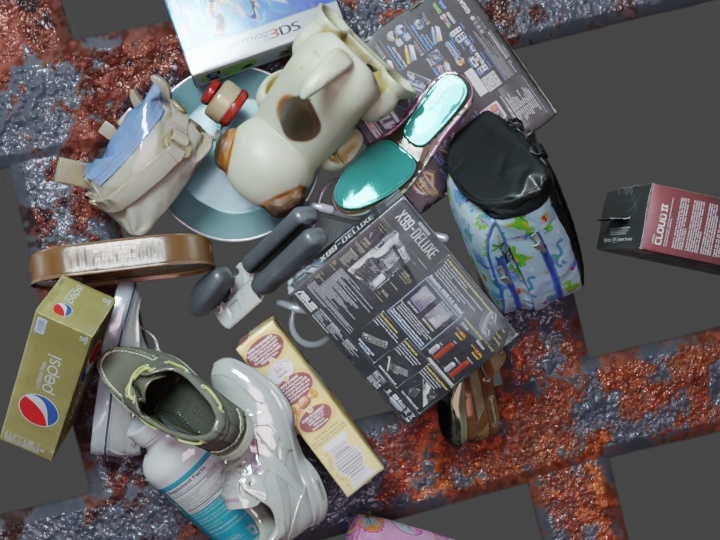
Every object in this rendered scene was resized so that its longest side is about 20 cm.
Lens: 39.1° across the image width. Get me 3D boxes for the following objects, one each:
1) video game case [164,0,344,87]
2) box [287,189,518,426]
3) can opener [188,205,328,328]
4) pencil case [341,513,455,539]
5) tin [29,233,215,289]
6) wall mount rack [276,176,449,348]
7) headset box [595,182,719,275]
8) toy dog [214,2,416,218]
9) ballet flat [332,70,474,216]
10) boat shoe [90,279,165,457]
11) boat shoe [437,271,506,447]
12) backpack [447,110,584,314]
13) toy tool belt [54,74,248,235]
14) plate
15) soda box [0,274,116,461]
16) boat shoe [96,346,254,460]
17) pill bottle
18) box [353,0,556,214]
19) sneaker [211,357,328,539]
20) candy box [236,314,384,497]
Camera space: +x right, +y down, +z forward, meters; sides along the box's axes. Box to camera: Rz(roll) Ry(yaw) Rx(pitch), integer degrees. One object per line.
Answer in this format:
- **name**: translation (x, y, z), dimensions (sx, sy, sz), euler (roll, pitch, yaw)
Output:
- **video game case**: translation (-0.134, -0.330, 1.135), dimensions (0.180, 0.045, 0.201), euler (-20, 84, -5)
- **box**: translation (0.044, 0.040, 1.076), dimensions (0.158, 0.050, 0.200), euler (-40, 104, 5)
- **can opener**: translation (-0.117, 0.001, 1.096), dimensions (0.067, 0.200, 0.054), euler (-7, 66, -45)
- **pencil case**: translation (0.070, 0.342, 1.156), dimensions (0.199, 0.087, 0.088), euler (16, 89, -4)
- **tin**: translation (-0.259, -0.009, 1.109), dimensions (0.199, 0.112, 0.042), euler (-7, 79, -5)
- **wall mount rack**: translation (0.000, 0.000, 1.150), dimensions (0.173, 0.074, 0.201), euler (13, 91, -29)
- **headset box**: translation (0.368, -0.043, 1.139), dimensions (0.199, 0.149, 0.075), euler (11, 90, -6)
- **toy dog**: translation (-0.056, -0.149, 1.061), dimensions (0.139, 0.194, 0.200), euler (39, 109, -12)
- **ballet flat**: translation (0.052, -0.130, 1.106), dimensions (0.069, 0.071, 0.200), euler (41, 90, 15)
- **boat shoe**: translation (-0.246, 0.113, 1.129), dimensions (0.086, 0.075, 0.203), euler (8, 96, -10)
- **boat shoe**: translation (0.126, 0.100, 1.165), dimensions (0.073, 0.076, 0.201), euler (-4, 99, -10)
- **backpack**: translation (0.172, -0.046, 1.114), dimensions (0.154, 0.163, 0.200), euler (-40, 129, 9)
- **toy tool belt**: translation (-0.224, -0.145, 1.081), dimensions (0.123, 0.125, 0.200), euler (36, 87, -12)
- **plate**: translation (-0.144, -0.133, 1.159), dimensions (0.199, 0.026, 0.202), euler (0, 90, -5)
- **soda box**: translation (-0.323, 0.107, 1.077), dimensions (0.064, 0.068, 0.201), euler (25, 125, -5)
- **boat shoe**: translation (-0.196, 0.123, 1.016), dimensions (0.201, 0.060, 0.072), euler (24, 78, 30)
- **pill bottle**: translation (-0.158, 0.219, 1.103), dimensions (0.111, 0.111, 0.200), euler (-43, 105, -3)
- **box**: translation (0.087, -0.200, 1.164), dimensions (0.198, 0.050, 0.200), euler (-36, 92, 0)
- **sneaker**: translation (-0.107, 0.185, 1.032), dimensions (0.099, 0.075, 0.201), euler (-28, 92, -41)
- **candy box**: translation (-0.057, 0.146, 1.123), dimensions (0.055, 0.115, 0.200), euler (-36, 93, -4)
